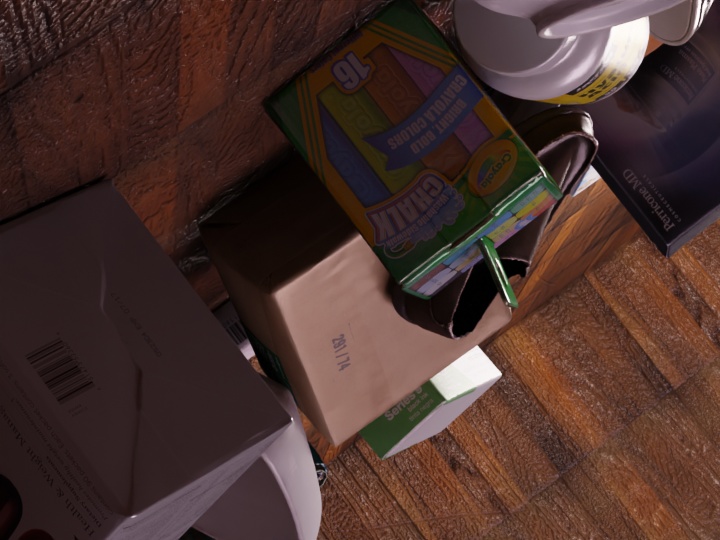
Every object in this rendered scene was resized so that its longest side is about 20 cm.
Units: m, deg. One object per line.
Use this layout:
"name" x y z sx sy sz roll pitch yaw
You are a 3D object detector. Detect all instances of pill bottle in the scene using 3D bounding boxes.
"pill bottle" 0.128 -0.171 1.475 0.111 0.111 0.200 -40 170 16

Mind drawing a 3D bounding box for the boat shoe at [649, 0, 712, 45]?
"boat shoe" 0.251 -0.258 1.589 0.057 0.067 0.200 -49 159 -40

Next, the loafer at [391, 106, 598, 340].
"loafer" 0.110 -0.027 1.551 0.200 0.071 0.073 -53 141 10

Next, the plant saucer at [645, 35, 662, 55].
"plant saucer" 0.259 -0.244 1.731 0.200 0.032 0.200 -47 166 -16

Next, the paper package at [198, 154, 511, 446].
"paper package" 0.000 0.000 1.617 0.191 0.103 0.200 -35 141 -12

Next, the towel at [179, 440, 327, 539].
"towel" -0.120 0.167 1.817 0.147 0.022 0.200 -36 -149 -6

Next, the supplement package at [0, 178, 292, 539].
"supplement package" -0.187 0.092 1.309 0.147 0.191 0.200 -28 166 -45

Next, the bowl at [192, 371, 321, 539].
"bowl" -0.114 0.129 1.662 0.075 0.200 0.200 -53 152 -27

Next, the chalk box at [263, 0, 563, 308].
"chalk box" 0.051 -0.063 1.431 0.124 0.200 0.124 -38 171 5

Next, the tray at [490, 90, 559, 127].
"tray" 0.149 -0.170 1.618 0.200 0.022 0.107 -56 -163 13

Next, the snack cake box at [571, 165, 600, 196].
"snack cake box" 0.252 -0.156 2.166 0.115 0.067 0.200 -37 171 -11

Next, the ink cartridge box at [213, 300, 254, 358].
"ink cartridge box" -0.151 0.100 1.953 0.162 0.057 0.200 -37 166 -5

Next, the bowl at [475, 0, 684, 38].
"bowl" 0.139 -0.192 1.257 0.201 0.090 0.201 -16 176 -1

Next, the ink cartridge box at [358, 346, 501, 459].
"ink cartridge box" 0.007 0.050 1.832 0.084 0.200 0.146 -44 169 21

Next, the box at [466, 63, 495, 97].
"box" 0.077 -0.115 1.769 0.200 0.048 0.193 -32 167 -29

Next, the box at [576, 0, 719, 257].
"box" 0.290 -0.150 1.916 0.198 0.200 0.123 -39 171 4
